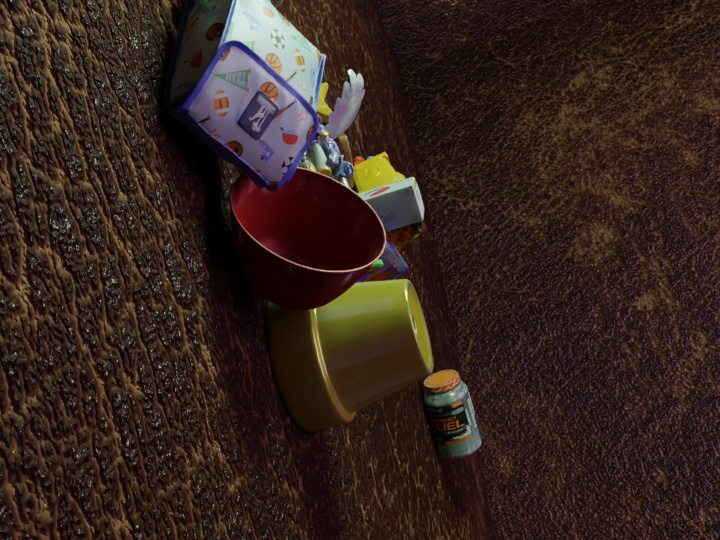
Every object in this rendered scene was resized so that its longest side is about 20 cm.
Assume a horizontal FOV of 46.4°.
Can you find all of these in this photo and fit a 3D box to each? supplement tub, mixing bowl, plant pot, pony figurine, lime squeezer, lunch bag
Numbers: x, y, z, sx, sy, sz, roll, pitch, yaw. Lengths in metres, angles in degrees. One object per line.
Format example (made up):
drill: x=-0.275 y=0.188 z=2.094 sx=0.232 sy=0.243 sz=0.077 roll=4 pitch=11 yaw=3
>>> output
supplement tub: x=0.234 y=0.369 z=2.166 sx=0.123 sy=0.120 sz=0.204 roll=-67 pitch=140 yaw=-72
mixing bowl: x=-0.078 y=-0.027 z=1.030 sx=0.202 sy=0.196 sz=0.110 roll=-91 pitch=-159 yaw=-51
plant pot: x=-0.007 y=0.098 z=1.136 sx=0.201 sy=0.185 sz=0.205 roll=-16 pitch=90 yaw=-79
pony figurine: x=-0.072 y=-0.191 z=1.272 sx=0.195 sy=0.163 sz=0.202 roll=114 pitch=-35 yaw=-43
lime squeezer: x=-0.030 y=-0.031 z=1.137 sx=0.198 sy=0.038 sz=0.072 roll=28 pitch=40 yaw=-35
lunch bag: x=-0.133 y=-0.217 z=0.988 sx=0.169 sy=0.122 sz=0.204 roll=38 pitch=49 yaw=-39

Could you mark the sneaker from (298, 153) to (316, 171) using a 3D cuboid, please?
sneaker: x=-0.100 y=-0.157 z=1.171 sx=0.078 sy=0.080 sz=0.205 roll=-65 pitch=153 yaw=-74

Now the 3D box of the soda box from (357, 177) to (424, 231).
soda box: x=0.007 y=-0.094 z=1.416 sx=0.068 sy=0.196 sz=0.065 roll=-71 pitch=144 yaw=-71

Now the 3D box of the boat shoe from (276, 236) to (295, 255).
boat shoe: x=-0.083 y=-0.020 z=1.204 sx=0.200 sy=0.074 sz=0.074 roll=-6 pitch=86 yaw=-74

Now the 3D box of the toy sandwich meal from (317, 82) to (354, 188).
toy sandwich meal: x=-0.064 y=-0.230 z=1.450 sx=0.205 sy=0.069 sz=0.210 roll=169 pitch=-90 yaw=-84

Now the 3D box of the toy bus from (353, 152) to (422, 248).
toy bus: x=0.043 y=-0.173 z=1.950 sx=0.202 sy=0.134 sz=0.194 roll=66 pitch=-1 yaw=-48

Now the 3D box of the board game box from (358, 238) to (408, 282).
board game box: x=0.000 y=0.000 z=1.418 sx=0.045 sy=0.133 sz=0.200 roll=56 pitch=6 yaw=15

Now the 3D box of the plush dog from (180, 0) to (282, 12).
plush dog: x=-0.167 y=-0.361 z=1.109 sx=0.197 sy=0.159 sz=0.176 roll=10 pitch=74 yaw=-34
